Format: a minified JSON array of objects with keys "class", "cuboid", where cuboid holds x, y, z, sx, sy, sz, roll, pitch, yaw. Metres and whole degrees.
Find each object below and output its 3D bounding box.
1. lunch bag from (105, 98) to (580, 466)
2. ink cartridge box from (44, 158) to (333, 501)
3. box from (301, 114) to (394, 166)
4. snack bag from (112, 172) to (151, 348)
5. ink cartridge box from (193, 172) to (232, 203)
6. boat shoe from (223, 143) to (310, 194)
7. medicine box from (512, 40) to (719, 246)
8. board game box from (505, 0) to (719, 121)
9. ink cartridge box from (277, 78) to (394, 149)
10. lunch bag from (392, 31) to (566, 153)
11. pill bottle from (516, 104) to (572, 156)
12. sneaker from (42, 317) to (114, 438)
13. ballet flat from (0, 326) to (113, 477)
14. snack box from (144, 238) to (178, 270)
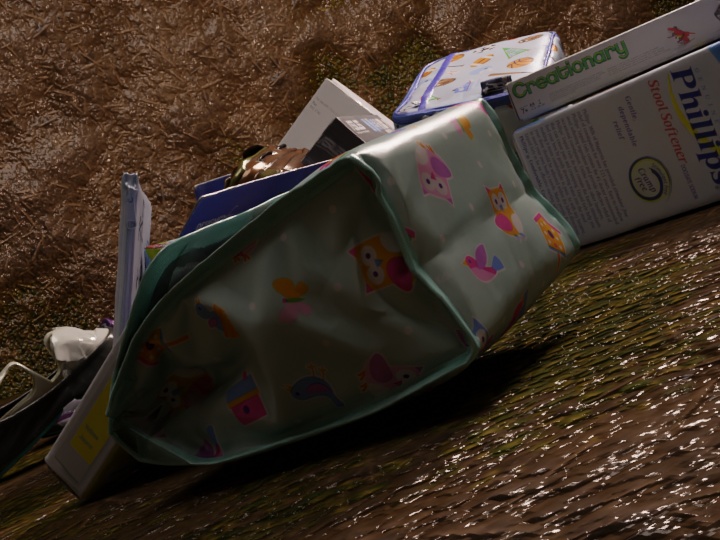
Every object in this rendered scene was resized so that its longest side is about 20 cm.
[{"class":"lunch bag","cuboid":[-0.016,0.015,0.613,0.200,0.122,0.170,-32,0,31]},{"class":"ink cartridge box","cuboid":[-0.076,0.027,0.751,0.200,0.047,0.197,-52,-13,28]},{"class":"box","cuboid":[0.045,-0.055,0.987,0.049,0.161,0.200,-52,-4,12]},{"class":"snack bag","cuboid":[-0.179,0.031,0.954,0.021,0.190,0.200,4,-4,-7]},{"class":"ink cartridge box","cuboid":[-0.072,-0.040,1.396,0.199,0.200,0.041,-24,37,-19]},{"class":"boat shoe","cuboid":[-0.069,-0.073,0.986,0.200,0.068,0.072,-133,67,-83]},{"class":"medicine box","cuboid":[0.254,-0.110,0.947,0.200,0.103,0.182,-21,3,45]},{"class":"board game box","cuboid":[0.220,-0.173,0.985,0.199,0.035,0.126,-22,3,17]},{"class":"ink cartridge box","cuboid":[-0.031,-0.077,1.302,0.200,0.086,0.146,-52,-37,8]},{"class":"lunch bag","cuboid":[0.113,-0.160,1.176,0.160,0.076,0.200,-9,22,20]},{"class":"pill bottle","cuboid":[0.155,-0.095,1.308,0.115,0.116,0.200,-25,4,-35]},{"class":"sneaker","cuboid":[-0.271,0.102,1.263,0.074,0.088,0.200,-20,4,39]},{"class":"ballet flat","cuboid":[-0.259,0.094,1.054,0.200,0.069,0.068,-41,17,-19]},{"class":"snack box","cuboid":[-0.057,0.003,1.018,0.199,0.068,0.169,1,6,9]}]
